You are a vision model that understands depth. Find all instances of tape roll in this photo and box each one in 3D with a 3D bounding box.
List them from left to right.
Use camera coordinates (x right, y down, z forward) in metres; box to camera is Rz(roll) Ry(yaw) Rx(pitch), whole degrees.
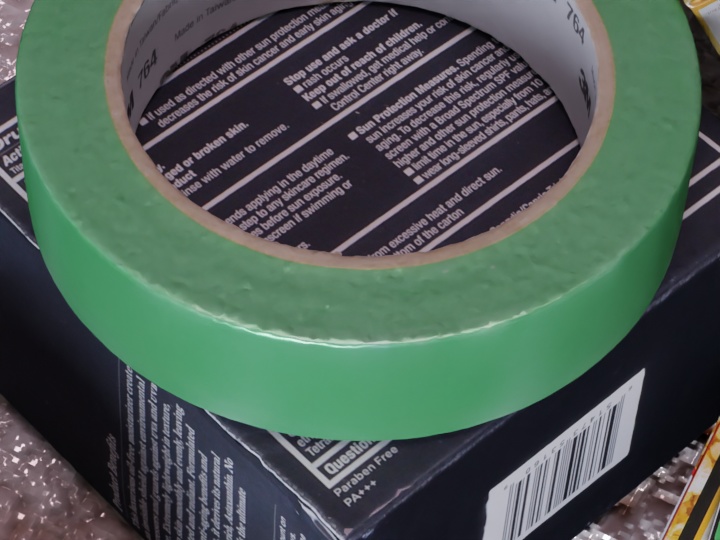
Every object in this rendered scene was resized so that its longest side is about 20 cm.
[{"bbox_3d":[-0.001,-0.045,0.766,0.200,0.048,0.201,1,53,-1],"label":"tape roll"}]

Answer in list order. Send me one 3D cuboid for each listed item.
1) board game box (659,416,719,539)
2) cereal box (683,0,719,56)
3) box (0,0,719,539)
[{"bbox_3d":[0.179,0.072,0.780,0.151,0.046,0.200,18,68,31],"label":"board game box"},{"bbox_3d":[0.127,-0.111,0.873,0.039,0.200,0.144,-26,63,13],"label":"cereal box"},{"bbox_3d":[0.000,0.000,0.836,0.200,0.123,0.198,-35,62,-25],"label":"box"}]
